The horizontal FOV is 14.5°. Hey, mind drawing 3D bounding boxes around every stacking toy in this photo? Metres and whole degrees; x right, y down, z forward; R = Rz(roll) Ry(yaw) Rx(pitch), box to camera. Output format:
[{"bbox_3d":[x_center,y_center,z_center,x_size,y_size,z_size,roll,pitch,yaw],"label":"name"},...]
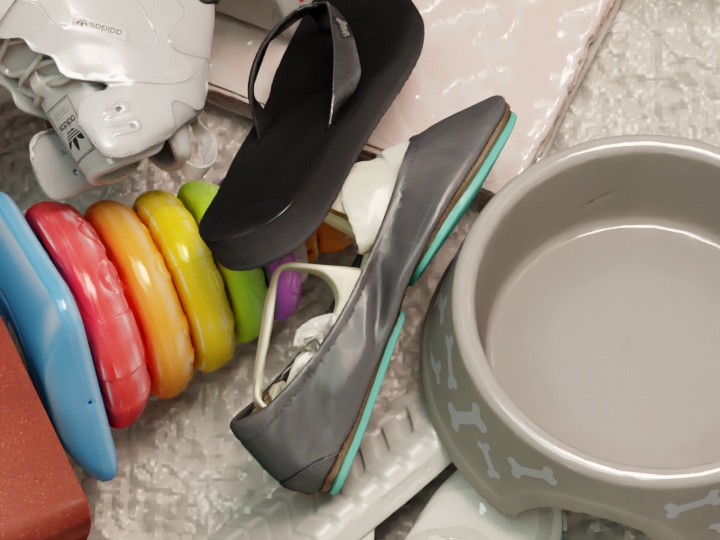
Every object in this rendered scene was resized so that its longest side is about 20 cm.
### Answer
[{"bbox_3d":[-0.066,-0.003,1.294,0.200,0.116,0.110,-22,42,-14],"label":"stacking toy"}]

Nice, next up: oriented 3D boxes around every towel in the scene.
[{"bbox_3d":[0.032,-0.145,1.367,0.191,0.032,0.200,22,75,18],"label":"towel"}]

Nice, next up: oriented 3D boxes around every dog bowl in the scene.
[{"bbox_3d":[0.127,0.028,1.239,0.200,0.059,0.200,0,61,0],"label":"dog bowl"}]

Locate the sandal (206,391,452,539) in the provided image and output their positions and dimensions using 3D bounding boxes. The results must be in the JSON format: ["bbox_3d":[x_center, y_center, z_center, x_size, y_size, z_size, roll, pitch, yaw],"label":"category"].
[{"bbox_3d":[-0.026,0.132,1.257,0.203,0.050,0.082,-37,22,-7],"label":"sandal"}]

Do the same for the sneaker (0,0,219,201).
[{"bbox_3d":[-0.145,-0.097,1.214,0.200,0.075,0.115,4,71,-32],"label":"sneaker"}]

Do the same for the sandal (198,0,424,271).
[{"bbox_3d":[-0.022,-0.079,1.262,0.076,0.043,0.200,-19,30,28],"label":"sandal"}]

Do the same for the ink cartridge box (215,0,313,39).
[{"bbox_3d":[-0.033,-0.228,1.316,0.083,0.145,0.200,23,76,16],"label":"ink cartridge box"}]

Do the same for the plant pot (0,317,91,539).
[{"bbox_3d":[-0.232,0.106,1.217,0.176,0.200,0.200,-14,60,-30],"label":"plant pot"}]

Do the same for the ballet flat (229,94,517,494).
[{"bbox_3d":[0.000,0.000,1.240,0.073,0.073,0.200,23,80,19],"label":"ballet flat"}]

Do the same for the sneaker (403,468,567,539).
[{"bbox_3d":[0.027,0.158,1.219,0.075,0.087,0.200,23,74,21],"label":"sneaker"}]

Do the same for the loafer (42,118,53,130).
[{"bbox_3d":[-0.140,-0.110,1.355,0.071,0.073,0.200,-32,37,17],"label":"loafer"}]
